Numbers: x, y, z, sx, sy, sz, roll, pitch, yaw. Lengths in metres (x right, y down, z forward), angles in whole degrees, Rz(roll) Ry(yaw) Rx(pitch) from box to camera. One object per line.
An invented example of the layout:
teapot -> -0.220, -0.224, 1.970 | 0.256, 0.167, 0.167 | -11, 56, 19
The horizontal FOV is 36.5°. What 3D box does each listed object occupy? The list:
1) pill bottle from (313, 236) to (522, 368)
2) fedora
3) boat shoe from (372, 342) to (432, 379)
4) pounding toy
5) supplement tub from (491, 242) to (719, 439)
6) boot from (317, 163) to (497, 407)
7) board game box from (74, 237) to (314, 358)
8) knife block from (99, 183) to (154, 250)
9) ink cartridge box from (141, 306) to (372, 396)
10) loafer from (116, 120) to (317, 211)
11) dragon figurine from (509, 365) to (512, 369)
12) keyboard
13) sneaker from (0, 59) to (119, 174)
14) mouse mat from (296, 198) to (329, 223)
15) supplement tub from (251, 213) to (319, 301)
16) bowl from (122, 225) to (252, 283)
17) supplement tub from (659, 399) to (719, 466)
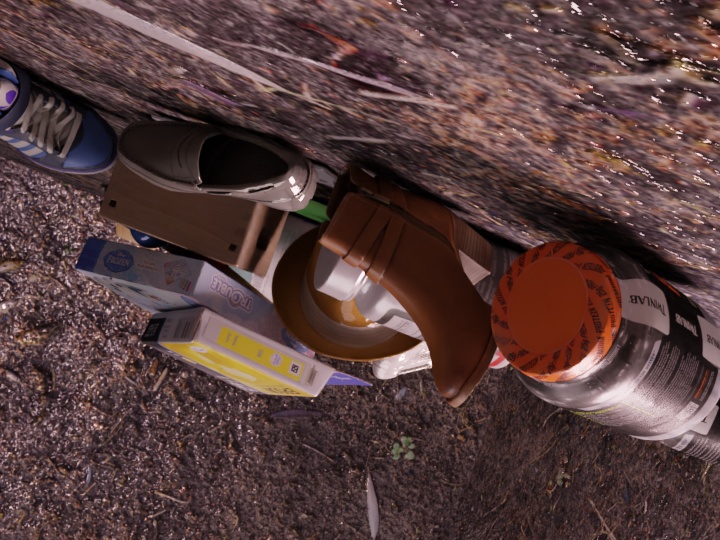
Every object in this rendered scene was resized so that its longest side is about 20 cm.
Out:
pill bottle -> 0.064, 0.007, 1.036 | 0.198, 0.115, 0.114 | 22, 176, -14
fedora -> 0.000, 0.000, 1.138 | 0.198, 0.202, 0.082 | 20, 138, 10
boat shoe -> 0.088, 0.079, 1.260 | 0.198, 0.070, 0.071 | -11, -142, -36
pounding toy -> -0.161, -0.045, 1.180 | 0.182, 0.144, 0.200 | 20, 178, 7
supplement tub -> 0.192, 0.054, 0.840 | 0.122, 0.124, 0.199 | 17, 175, 41
boot -> 0.034, 0.008, 0.883 | 0.153, 0.074, 0.201 | 30, -146, -19
board game box -> -0.175, 0.035, 1.186 | 0.197, 0.044, 0.200 | 12, 163, 40
knife block -> -0.284, -0.129, 1.494 | 0.063, 0.177, 0.201 | 20, -139, 9
ink cartridge box -> -0.116, 0.099, 1.159 | 0.198, 0.048, 0.197 | 30, 163, -21
loafer -> -0.134, -0.102, 0.971 | 0.197, 0.071, 0.070 | 11, 168, 18
dragon figurine -> 0.190, 0.074, 1.378 | 0.058, 0.101, 0.200 | 22, 176, -22
keyboard -> -0.109, -0.116, 1.046 | 0.198, 0.011, 0.056 | 19, 170, 23
sneaker -> -0.344, -0.159, 1.125 | 0.198, 0.081, 0.146 | 27, 179, -12
mouse mat -> -0.089, -0.087, 1.329 | 0.159, 0.008, 0.200 | 21, 175, -9
supplement tub -> -0.077, -0.001, 1.519 | 0.197, 0.134, 0.132 | 21, 176, -4
bowl -> -0.201, -0.067, 1.349 | 0.199, 0.106, 0.201 | 29, 180, 0
supplement tub -> 0.388, 0.144, 1.135 | 0.197, 0.124, 0.123 | 20, 176, 5
